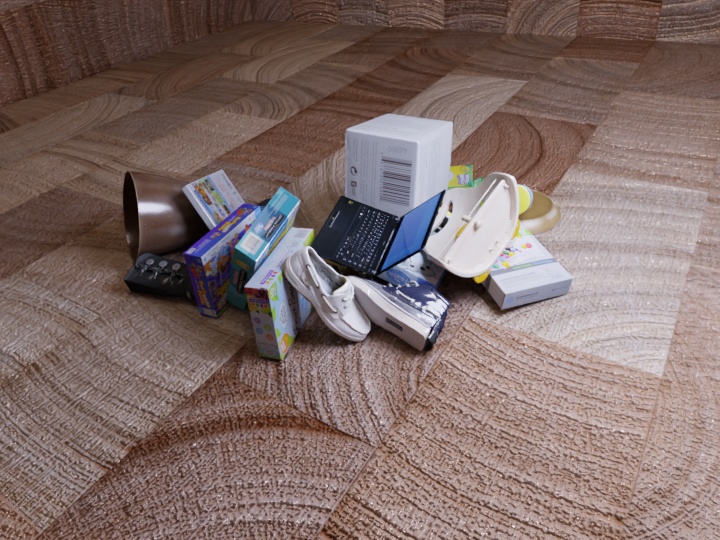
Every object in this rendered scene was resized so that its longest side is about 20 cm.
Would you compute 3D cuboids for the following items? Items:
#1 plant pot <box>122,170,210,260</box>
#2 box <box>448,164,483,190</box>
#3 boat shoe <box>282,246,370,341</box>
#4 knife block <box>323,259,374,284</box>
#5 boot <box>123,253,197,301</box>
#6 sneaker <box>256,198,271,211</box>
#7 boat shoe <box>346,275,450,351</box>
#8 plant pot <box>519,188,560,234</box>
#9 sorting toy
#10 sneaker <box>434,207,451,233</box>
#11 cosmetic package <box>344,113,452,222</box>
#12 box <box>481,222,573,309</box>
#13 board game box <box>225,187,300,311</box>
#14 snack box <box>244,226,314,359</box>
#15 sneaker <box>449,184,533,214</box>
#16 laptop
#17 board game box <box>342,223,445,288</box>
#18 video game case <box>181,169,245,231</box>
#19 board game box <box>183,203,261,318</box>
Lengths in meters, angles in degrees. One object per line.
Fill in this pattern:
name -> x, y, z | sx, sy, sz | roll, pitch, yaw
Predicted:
plant pot -> -0.420, -0.127, 1.320 | 0.194, 0.193, 0.187 | -5, 29, -32
box -> 0.206, -0.211, 1.431 | 0.192, 0.050, 0.119 | -1, 34, 12
boat shoe -> -0.043, 0.041, 0.984 | 0.068, 0.200, 0.072 | -30, 26, 34
knife block -> 0.000, 0.000, 1.148 | 0.172, 0.066, 0.199 | 19, 41, 31
boot -> -0.370, -0.005, 1.220 | 0.194, 0.068, 0.166 | 5, 33, 23
sneaker -> -0.229, -0.107, 1.344 | 0.075, 0.072, 0.201 | -1, 30, 25
boat shoe -> 0.066, 0.052, 1.022 | 0.197, 0.076, 0.093 | 35, 60, 18
plant pot -> 0.360, -0.144, 1.338 | 0.192, 0.028, 0.202 | -5, 33, 3
sorting toy -> 0.184, -0.083, 1.088 | 0.202, 0.107, 0.179 | -51, 37, -7
sneaker -> 0.136, -0.131, 1.297 | 0.195, 0.080, 0.090 | 22, 39, 24
cosmetic package -> 0.080, -0.216, 1.201 | 0.160, 0.170, 0.199 | 14, 27, 24
box -> 0.285, -0.021, 1.117 | 0.151, 0.042, 0.202 | -10, 41, -18
board game box -> -0.183, -0.035, 1.080 | 0.046, 0.201, 0.153 | 30, 58, 1
snack box -> -0.131, 0.036, 1.042 | 0.051, 0.146, 0.201 | 4, 34, 19
sneaker -> 0.286, -0.133, 1.263 | 0.196, 0.076, 0.082 | -14, 8, 37
laptop -> 0.031, -0.088, 1.038 | 0.194, 0.105, 0.179 | 21, 44, 7
board game box -> 0.079, -0.041, 1.139 | 0.195, 0.044, 0.200 | 27, 32, 11
video game case -> -0.312, -0.146, 1.309 | 0.018, 0.145, 0.201 | -30, 11, 17
board game box -> -0.258, -0.024, 1.157 | 0.043, 0.138, 0.201 | 10, 37, 22
